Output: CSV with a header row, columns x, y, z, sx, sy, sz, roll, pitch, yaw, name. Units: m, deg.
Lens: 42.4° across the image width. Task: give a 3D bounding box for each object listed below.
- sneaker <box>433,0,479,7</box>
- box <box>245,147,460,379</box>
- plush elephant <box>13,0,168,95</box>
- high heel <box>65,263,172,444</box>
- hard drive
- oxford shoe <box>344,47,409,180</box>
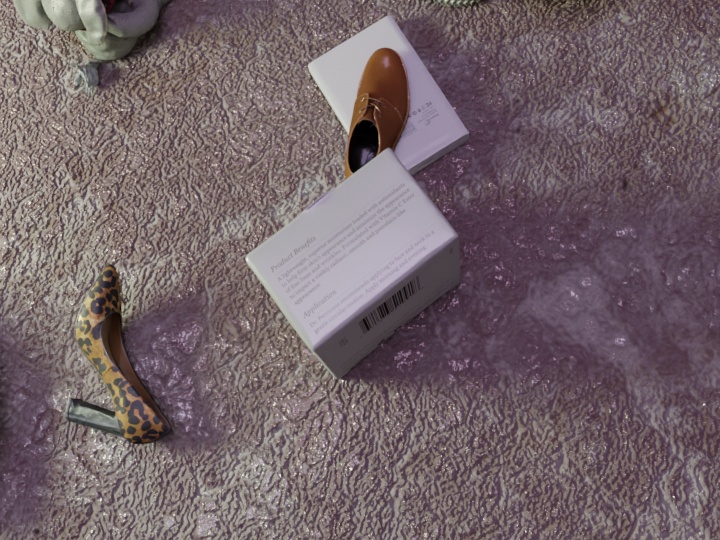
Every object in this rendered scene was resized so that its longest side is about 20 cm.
x,y,z,sx,sy,sz,roll,pitch,yaw,name
0.085,-0.424,1.235,0.197,0.070,0.101,18,74,12,sneaker
0.000,0.000,1.054,0.198,0.200,0.131,-37,74,-4,box
-0.362,-0.358,1.231,0.162,0.155,0.204,15,76,12,plush elephant
-0.275,0.102,1.124,0.140,0.071,0.204,10,91,17,high heel
0.035,-0.219,1.204,0.130,0.026,0.202,-30,72,-2,hard drive
0.020,-0.193,1.149,0.070,0.071,0.204,5,73,11,oxford shoe
